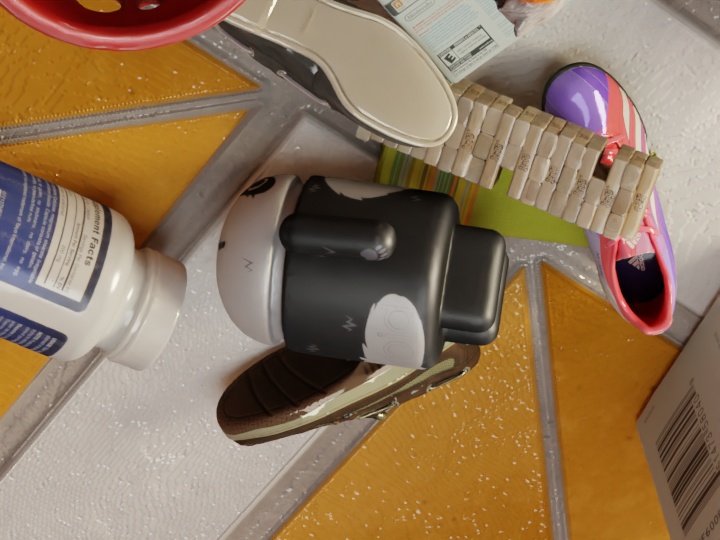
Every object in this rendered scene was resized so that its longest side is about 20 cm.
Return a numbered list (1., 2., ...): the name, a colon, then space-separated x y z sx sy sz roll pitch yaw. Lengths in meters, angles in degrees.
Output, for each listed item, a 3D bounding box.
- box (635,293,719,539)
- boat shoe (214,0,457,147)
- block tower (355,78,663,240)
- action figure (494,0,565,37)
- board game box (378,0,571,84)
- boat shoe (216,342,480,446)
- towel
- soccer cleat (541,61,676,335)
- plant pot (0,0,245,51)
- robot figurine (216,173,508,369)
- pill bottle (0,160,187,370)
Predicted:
1. box: 0.333 0.126 1.790 0.170 0.200 0.201 19 121 -20
2. boat shoe: -0.024 -0.147 1.618 0.199 0.057 0.067 33 85 -6
3. block tower: 0.100 -0.083 1.655 0.199 0.054 0.058 21 106 7
4. action figure: 0.072 -0.229 1.497 0.198 0.105 0.195 -17 120 6
5. board game box: 0.054 -0.238 1.587 0.147 0.064 0.200 -34 123 15
6. boat shoe: -0.004 0.087 1.802 0.201 0.075 0.075 -24 130 9
7. towel: 0.107 -0.061 1.747 0.198 0.018 0.087 7 127 -12
8. soccer cleat: 0.178 -0.049 1.703 0.068 0.073 0.201 -19 117 2
9. plant pot: -0.146 -0.260 1.474 0.198 0.183 0.202 -4 126 -5
10. robot figurine: 0.000 -0.002 1.695 0.198 0.125 0.151 8 128 9
11. pill bottle: -0.224 -0.005 1.687 0.199 0.111 0.111 24 119 -21
